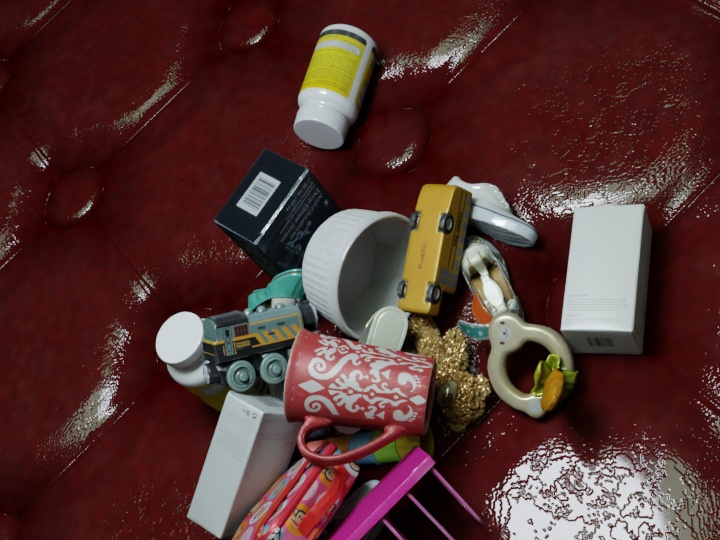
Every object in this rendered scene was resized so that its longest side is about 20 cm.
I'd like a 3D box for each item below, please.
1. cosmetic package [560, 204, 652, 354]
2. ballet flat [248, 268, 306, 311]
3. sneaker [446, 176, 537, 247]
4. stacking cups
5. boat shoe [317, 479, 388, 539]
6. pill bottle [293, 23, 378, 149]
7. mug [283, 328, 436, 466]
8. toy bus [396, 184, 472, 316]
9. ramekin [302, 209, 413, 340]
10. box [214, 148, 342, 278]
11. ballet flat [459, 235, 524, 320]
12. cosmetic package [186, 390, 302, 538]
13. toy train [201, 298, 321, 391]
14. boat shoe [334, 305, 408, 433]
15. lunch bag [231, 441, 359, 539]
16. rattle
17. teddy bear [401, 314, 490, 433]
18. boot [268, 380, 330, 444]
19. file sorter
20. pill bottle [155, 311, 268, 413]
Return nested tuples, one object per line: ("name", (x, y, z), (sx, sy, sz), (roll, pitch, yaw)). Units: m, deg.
("cosmetic package", (0.356, 0.012, 1.549), (0.106, 0.085, 0.202), (1, 63, 26))
("ballet flat", (-0.130, 0.053, 1.745), (0.200, 0.067, 0.071), (-27, 57, 60))
("sneaker", (0.203, -0.100, 1.698), (0.199, 0.073, 0.071), (28, 81, 36))
("stacking cups", (0.011, 0.268, 1.605), (0.198, 0.060, 0.061), (-14, 57, 26))
("boat shoe", (-0.033, 0.383, 1.548), (0.073, 0.065, 0.201), (31, 80, 36))
("pill bottle", (-0.047, -0.328, 1.928), (0.113, 0.114, 0.202), (5, 65, 29))
("mug", (0.000, 0.185, 1.523), (0.197, 0.133, 0.180), (7, 91, 9))
("toy bus", (0.115, -0.030, 1.651), (0.064, 0.078, 0.203), (6, 83, 36))
("ramekin", (0.000, 0.000, 1.673), (0.104, 0.200, 0.201), (19, 72, 43))
("box", (-0.120, -0.074, 1.767), (0.106, 0.200, 0.149), (28, 78, 34))
("ballet flat", (0.193, 0.010, 1.644), (0.072, 0.072, 0.202), (-30, 53, 9))
("cosmetic package", (-0.169, 0.290, 1.606), (0.081, 0.112, 0.202), (24, 95, 34))
("toy train", (-0.146, 0.110, 1.616), (0.198, 0.116, 0.085), (-11, 9, -25))
("boat shoe", (0.014, 0.148, 1.619), (0.071, 0.060, 0.204), (24, 91, -5))
("lunch bag", (-0.087, 0.339, 1.514), (0.176, 0.082, 0.200), (-38, 9, 48))
("rattle", (0.203, 0.117, 1.507), (0.201, 0.142, 0.130), (51, 123, 11))
("teddy bear", (0.108, 0.148, 1.609), (0.144, 0.067, 0.201), (-29, 53, 12))
("boot", (-0.096, 0.176, 1.700), (0.089, 0.073, 0.202), (-15, 66, 17))
("file sorter", (0.054, 0.359, 1.455), (0.200, 0.139, 0.126), (-44, 90, -6))
("pill bottle", (-0.235, 0.146, 1.701), (0.111, 0.200, 0.114), (-12, 57, 20))
